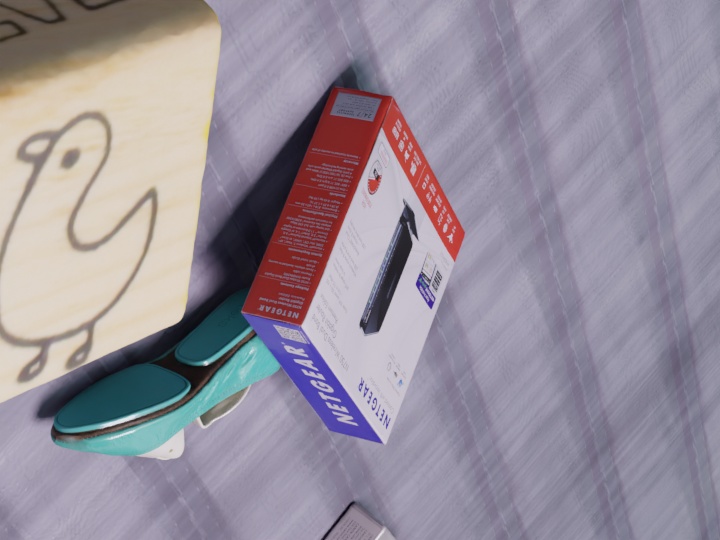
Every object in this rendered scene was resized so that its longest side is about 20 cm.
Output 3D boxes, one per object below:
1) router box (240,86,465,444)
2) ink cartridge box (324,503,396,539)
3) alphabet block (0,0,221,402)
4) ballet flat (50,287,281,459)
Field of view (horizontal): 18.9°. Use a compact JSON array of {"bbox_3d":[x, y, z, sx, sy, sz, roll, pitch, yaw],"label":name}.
[{"bbox_3d":[0.000,0.000,1.525,0.181,0.048,0.200,-69,154,-20],"label":"router box"},{"bbox_3d":[-0.027,0.316,1.835,0.200,0.045,0.176,-51,148,-11],"label":"ink cartridge box"},{"bbox_3d":[-0.212,-0.062,1.078,0.199,0.196,0.197,-26,139,-41],"label":"alphabet block"},{"bbox_3d":[-0.121,0.087,1.460,0.200,0.067,0.071,-35,128,-35],"label":"ballet flat"}]
